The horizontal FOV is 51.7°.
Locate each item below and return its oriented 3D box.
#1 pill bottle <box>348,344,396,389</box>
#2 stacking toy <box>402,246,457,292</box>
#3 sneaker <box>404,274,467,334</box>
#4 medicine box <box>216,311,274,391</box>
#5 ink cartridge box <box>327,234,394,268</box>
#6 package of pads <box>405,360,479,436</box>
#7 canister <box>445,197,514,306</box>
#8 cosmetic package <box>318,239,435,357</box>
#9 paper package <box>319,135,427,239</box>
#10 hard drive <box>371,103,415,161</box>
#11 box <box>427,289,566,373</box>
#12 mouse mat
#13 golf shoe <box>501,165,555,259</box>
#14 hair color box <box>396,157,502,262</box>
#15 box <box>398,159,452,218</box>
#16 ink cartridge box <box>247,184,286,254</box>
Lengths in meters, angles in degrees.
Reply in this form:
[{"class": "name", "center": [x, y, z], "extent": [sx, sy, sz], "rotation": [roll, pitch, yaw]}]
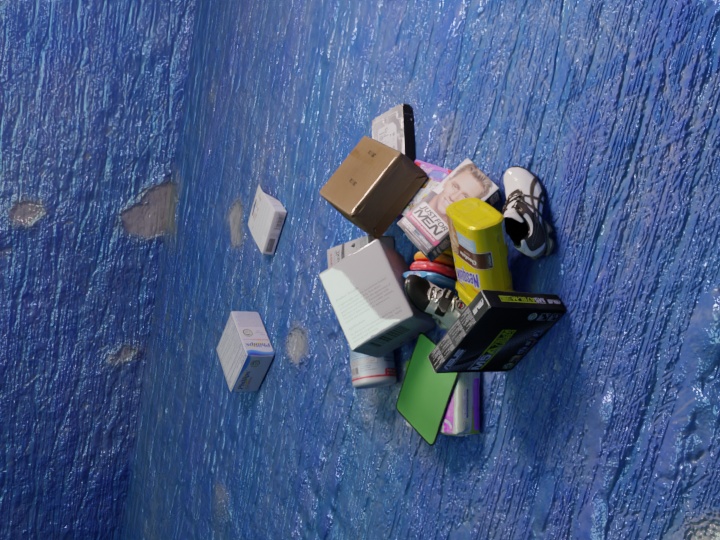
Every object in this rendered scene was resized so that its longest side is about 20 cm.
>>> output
[{"class": "pill bottle", "center": [0.025, 0.184, 1.821], "extent": [0.109, 0.108, 0.202], "rotation": [-26, 65, 54]}, {"class": "stacking toy", "center": [0.176, -0.059, 1.632], "extent": [0.116, 0.109, 0.202], "rotation": [1, 73, 55]}, {"class": "sneaker", "center": [0.179, 0.069, 1.541], "extent": [0.088, 0.200, 0.074], "rotation": [-27, 30, 48]}, {"class": "medicine box", "center": [-0.385, 0.269, 2.466], "extent": [0.183, 0.102, 0.201], "rotation": [-62, 40, 33]}, {"class": "ink cartridge box", "center": [0.000, 0.000, 1.898], "extent": [0.200, 0.083, 0.146], "rotation": [-16, 75, 56]}, {"class": "package of pads", "center": [0.177, 0.276, 1.613], "extent": [0.200, 0.068, 0.156], "rotation": [-7, 80, 58]}, {"class": "canister", "center": [0.233, -0.025, 1.443], "extent": [0.149, 0.086, 0.201], "rotation": [-130, 23, -59]}, {"class": "cosmetic package", "center": [0.039, 0.067, 1.679], "extent": [0.164, 0.165, 0.201], "rotation": [-30, 68, 16]}, {"class": "paper package", "center": [0.027, -0.194, 1.704], "extent": [0.191, 0.103, 0.200], "rotation": [-51, 31, -1]}, {"class": "hard drive", "center": [0.081, -0.296, 1.840], "extent": [0.139, 0.038, 0.202], "rotation": [-14, 75, 56]}, {"class": "box", "center": [0.254, 0.118, 1.388], "extent": [0.200, 0.192, 0.048], "rotation": [-56, 45, 37]}, {"class": "mouse mat", "center": [0.142, 0.253, 1.601], "extent": [0.161, 0.007, 0.201], "rotation": [40, 118, 52]}, {"class": "golf shoe", "center": [0.305, -0.119, 1.414], "extent": [0.078, 0.094, 0.201], "rotation": [-39, 55, 41]}, {"class": "hair color box", "center": [0.183, -0.124, 1.525], "extent": [0.200, 0.061, 0.100], "rotation": [-43, 67, 2]}, {"class": "box", "center": [0.147, -0.167, 1.659], "extent": [0.137, 0.039, 0.200], "rotation": [-54, 32, -2]}, {"class": "ink cartridge box", "center": [-0.312, -0.170, 2.449], "extent": [0.200, 0.047, 0.161], "rotation": [56, 133, 51]}]
